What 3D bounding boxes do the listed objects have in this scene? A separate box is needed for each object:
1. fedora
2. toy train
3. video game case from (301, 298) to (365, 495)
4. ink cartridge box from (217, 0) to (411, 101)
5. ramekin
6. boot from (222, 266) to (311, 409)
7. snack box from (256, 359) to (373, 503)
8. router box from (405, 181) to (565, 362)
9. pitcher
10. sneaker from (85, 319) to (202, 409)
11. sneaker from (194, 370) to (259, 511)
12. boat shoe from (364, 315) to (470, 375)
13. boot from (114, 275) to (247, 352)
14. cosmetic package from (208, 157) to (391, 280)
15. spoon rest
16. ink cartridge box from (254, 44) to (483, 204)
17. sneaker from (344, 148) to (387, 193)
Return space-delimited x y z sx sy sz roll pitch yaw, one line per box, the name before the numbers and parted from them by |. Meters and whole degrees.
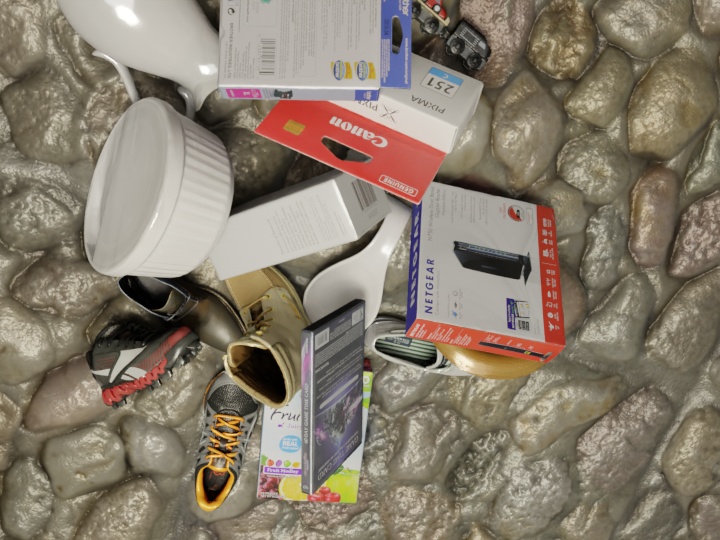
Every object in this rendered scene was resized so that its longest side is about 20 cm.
fedora | 0.159 0.060 0.880 0.200 0.201 0.082 11 147 -9
toy train | 0.076 -0.311 0.810 0.200 0.034 0.046 35 97 -14
video game case | -0.031 0.148 0.836 0.019 0.143 0.201 8 105 23
ink cartridge box | -0.046 -0.239 0.718 0.199 0.042 0.120 0 81 1
ramekin | -0.224 -0.084 0.772 0.094 0.202 0.203 16 107 -42
boot | -0.122 0.066 0.821 0.073 0.155 0.200 -36 84 16
snack box | -0.065 0.218 0.945 0.141 0.053 0.201 5 105 -8
router box | 0.150 -0.001 0.834 0.179 0.201 0.049 11 147 -9
pitcher | -0.241 -0.254 0.764 0.200 0.121 0.172 36 116 -25
sneaker | -0.277 0.102 0.853 0.200 0.071 0.098 -27 98 38
sneaker | -0.182 0.232 0.928 0.078 0.077 0.201 9 104 -6
boat shoe | 0.101 0.112 0.922 0.199 0.067 0.074 8 106 -7
boot | -0.225 0.051 0.858 0.200 0.097 0.075 42 99 -15
cosmetic package | -0.077 -0.058 0.791 0.199 0.101 0.072 -15 105 31
spoon rest | 0.000 0.000 0.883 0.099 0.061 0.201 28 101 -12
ink cartridge box | 0.013 -0.180 0.750 0.199 0.176 0.045 25 144 9
sneaker | 0.013 -0.143 0.843 0.200 0.078 0.099 -40 88 8
